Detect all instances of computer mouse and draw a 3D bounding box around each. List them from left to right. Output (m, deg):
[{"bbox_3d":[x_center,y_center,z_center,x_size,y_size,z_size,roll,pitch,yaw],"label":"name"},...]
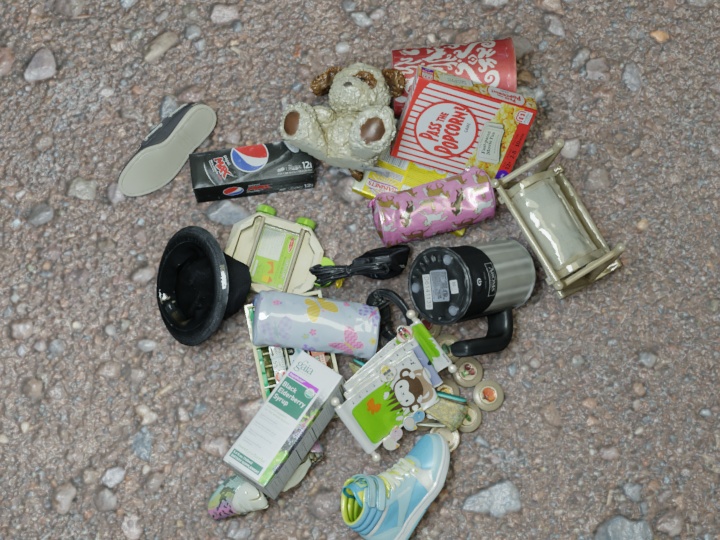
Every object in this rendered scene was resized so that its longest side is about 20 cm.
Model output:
[{"bbox_3d":[0.000,0.000,1.676,0.139,0.200,0.046,-7,97,15],"label":"computer mouse"}]

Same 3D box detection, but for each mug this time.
[{"bbox_3d":[0.152,-0.293,1.768,0.198,0.134,0.179,-2,75,0],"label":"mug"}]

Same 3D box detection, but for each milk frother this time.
[{"bbox_3d":[0.138,0.035,1.681,0.199,0.187,0.182,17,105,38],"label":"milk frother"}]

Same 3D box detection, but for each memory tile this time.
[{"bbox_3d":[0.118,0.177,1.708,0.153,0.017,0.200,-40,82,-11],"label":"memory tile"}]

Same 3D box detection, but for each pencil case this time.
[{"bbox_3d":[-0.068,0.086,1.628,0.198,0.091,0.083,7,41,-6],"label":"pencil case"},{"bbox_3d":[0.114,-0.101,1.717,0.198,0.083,0.087,-17,54,-4],"label":"pencil case"}]

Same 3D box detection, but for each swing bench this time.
[{"bbox_3d":[0.312,-0.072,1.695,0.129,0.200,0.200,-31,78,5],"label":"swing bench"}]

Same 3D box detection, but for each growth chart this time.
[{"bbox_3d":[0.053,0.177,1.604,0.200,0.018,0.145,-46,110,-6],"label":"growth chart"}]

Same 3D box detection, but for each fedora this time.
[{"bbox_3d":[-0.233,0.023,1.661,0.091,0.200,0.202,-2,73,-41],"label":"fedora"}]

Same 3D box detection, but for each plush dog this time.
[{"bbox_3d":[-0.006,-0.251,1.713,0.199,0.160,0.173,7,71,26],"label":"plush dog"}]

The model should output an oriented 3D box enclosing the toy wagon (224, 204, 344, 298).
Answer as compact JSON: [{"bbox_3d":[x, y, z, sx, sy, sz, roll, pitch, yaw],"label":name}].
[{"bbox_3d":[-0.120,-0.012,1.731,0.199,0.040,0.156,17,76,1],"label":"toy wagon"}]

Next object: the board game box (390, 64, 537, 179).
[{"bbox_3d":[0.163,-0.231,1.731,0.198,0.152,0.046,14,37,-7],"label":"board game box"}]

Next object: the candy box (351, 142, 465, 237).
[{"bbox_3d":[0.095,-0.140,1.778,0.199,0.026,0.103,23,80,3],"label":"candy box"}]

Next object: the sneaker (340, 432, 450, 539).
[{"bbox_3d":[0.047,0.316,1.610,0.130,0.079,0.201,37,76,-32],"label":"sneaker"}]

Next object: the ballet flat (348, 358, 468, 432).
[{"bbox_3d":[0.068,0.199,1.663,0.199,0.071,0.071,20,76,2],"label":"ballet flat"}]

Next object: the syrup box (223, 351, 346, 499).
[{"bbox_3d":[-0.107,0.228,1.591,0.078,0.082,0.201,30,72,20],"label":"syrup box"}]

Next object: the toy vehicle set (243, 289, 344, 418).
[{"bbox_3d":[-0.102,0.140,1.679,0.123,0.027,0.202,-12,89,-6],"label":"toy vehicle set"}]

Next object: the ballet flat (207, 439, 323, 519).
[{"bbox_3d":[-0.140,0.319,1.629,0.199,0.069,0.071,-35,38,-13],"label":"ballet flat"}]

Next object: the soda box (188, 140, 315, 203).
[{"bbox_3d":[-0.175,-0.162,1.747,0.198,0.071,0.064,-9,73,-5],"label":"soda box"}]

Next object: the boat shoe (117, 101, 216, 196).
[{"bbox_3d":[-0.323,-0.202,1.767,0.200,0.073,0.063,-45,39,-6],"label":"boat shoe"}]
